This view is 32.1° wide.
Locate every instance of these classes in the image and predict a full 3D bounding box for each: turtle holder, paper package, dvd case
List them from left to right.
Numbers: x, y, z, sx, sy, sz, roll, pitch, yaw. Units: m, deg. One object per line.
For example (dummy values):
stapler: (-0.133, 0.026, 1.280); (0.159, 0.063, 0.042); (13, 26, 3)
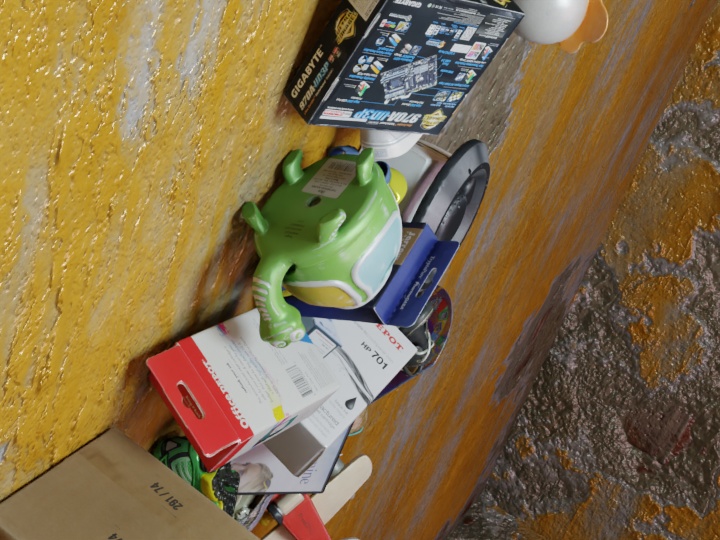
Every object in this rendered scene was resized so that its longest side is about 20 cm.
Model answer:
paper package: (-0.217, 0.269, 1.139); (0.190, 0.199, 0.104); (-33, 150, -54)
dvd case: (-0.110, 0.207, 1.463); (0.198, 0.018, 0.144); (4, 123, -29)
turtle holder: (-0.029, -0.021, 1.216); (0.187, 0.139, 0.132); (-80, 150, -45)

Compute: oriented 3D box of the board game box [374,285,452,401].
board game box: (0.043, 0.093, 1.745); (0.199, 0.039, 0.159); (-34, -147, 31)

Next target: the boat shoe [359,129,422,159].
boat shoe: (0.050, -0.196, 1.354); (0.200, 0.071, 0.069); (-47, 140, -43)

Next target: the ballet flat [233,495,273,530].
ballet flat: (-0.126, 0.251, 1.620); (0.202, 0.072, 0.072); (-60, 164, -3)

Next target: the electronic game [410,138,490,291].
electronic game: (0.094, -0.060, 1.455); (0.201, 0.041, 0.201); (-54, 163, -25)

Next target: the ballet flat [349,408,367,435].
ballet flat: (-0.087, 0.180, 1.509); (0.197, 0.068, 0.073); (-12, 126, -9)

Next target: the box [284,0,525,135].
box: (0.045, -0.206, 1.185); (0.199, 0.046, 0.160); (-3, 138, -47)

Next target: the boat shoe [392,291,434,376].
boat shoe: (0.066, 0.081, 1.533); (0.072, 0.067, 0.200); (-47, 172, -19)

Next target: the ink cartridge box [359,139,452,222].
ink cartridge box: (0.047, -0.082, 1.502); (0.147, 0.084, 0.200); (-63, 163, 11)

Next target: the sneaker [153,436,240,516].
sneaker: (-0.184, 0.241, 1.401); (0.201, 0.084, 0.079); (87, 13, -49)

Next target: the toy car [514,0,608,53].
toy car: (0.176, -0.310, 1.279); (0.184, 0.199, 0.178); (-35, 152, -54)

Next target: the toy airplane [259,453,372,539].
toy airplane: (-0.088, 0.345, 1.758); (0.198, 0.141, 0.202); (4, 107, -35)

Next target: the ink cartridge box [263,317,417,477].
ink cartridge box: (-0.051, 0.109, 1.416); (0.200, 0.146, 0.086); (-43, 177, -43)

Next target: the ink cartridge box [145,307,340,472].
ink cartridge box: (-0.126, 0.117, 1.242); (0.199, 0.117, 0.067); (-23, 164, -48)

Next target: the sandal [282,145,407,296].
sandal: (-0.044, -0.058, 1.329); (0.200, 0.079, 0.087); (-48, 126, -14)

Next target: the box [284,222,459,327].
box: (0.000, 0.000, 1.325); (0.122, 0.198, 0.033); (-57, 131, -29)
